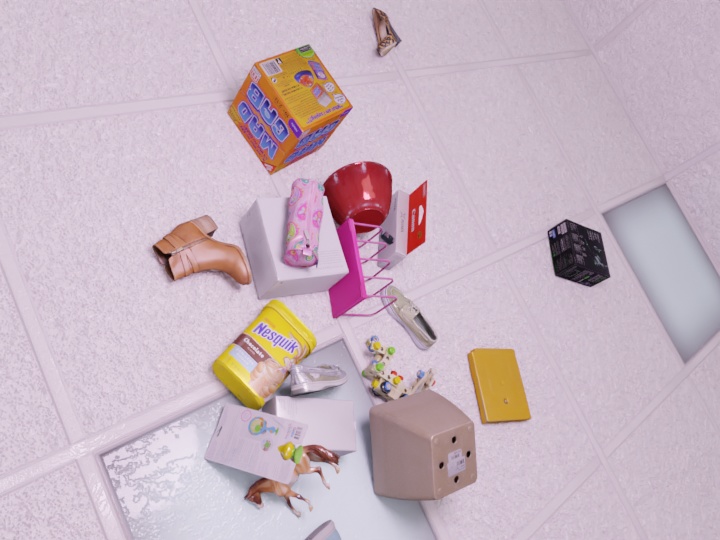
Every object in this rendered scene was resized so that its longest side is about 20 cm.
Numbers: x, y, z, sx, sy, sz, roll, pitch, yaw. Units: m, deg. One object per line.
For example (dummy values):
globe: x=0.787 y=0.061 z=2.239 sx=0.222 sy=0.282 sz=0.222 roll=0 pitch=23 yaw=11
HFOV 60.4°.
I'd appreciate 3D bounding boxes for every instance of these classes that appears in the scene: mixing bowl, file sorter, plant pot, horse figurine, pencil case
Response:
mixing bowl: x=0.001 y=-0.167 z=1.576 sx=0.195 sy=0.201 sz=0.111 roll=7 pitch=52 yaw=-31
file sorter: x=0.000 y=0.000 z=1.546 sx=0.123 sy=0.138 sz=0.206 roll=5 pitch=65 yaw=-35
plant pot: x=0.152 y=0.399 z=1.382 sx=0.195 sy=0.175 sz=0.207 roll=-7 pitch=94 yaw=-36
horse figurine: x=-0.126 y=0.418 z=1.251 sx=0.132 sy=0.201 sz=0.050 roll=39 pitch=11 yaw=-12
pencil case: x=-0.125 y=-0.106 z=1.388 sx=0.086 sy=0.087 sz=0.205 roll=18 pitch=57 yaw=-25

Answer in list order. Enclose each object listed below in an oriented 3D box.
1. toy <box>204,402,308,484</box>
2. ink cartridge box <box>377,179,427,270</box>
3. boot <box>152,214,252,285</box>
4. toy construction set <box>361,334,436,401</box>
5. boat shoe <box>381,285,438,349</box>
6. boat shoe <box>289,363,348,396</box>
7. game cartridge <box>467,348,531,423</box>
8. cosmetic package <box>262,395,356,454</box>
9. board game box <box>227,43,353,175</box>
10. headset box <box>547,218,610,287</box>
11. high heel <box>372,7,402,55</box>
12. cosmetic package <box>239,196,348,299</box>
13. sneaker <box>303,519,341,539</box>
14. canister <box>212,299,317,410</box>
toy: x=-0.202 y=0.347 z=1.232 sx=0.048 sy=0.195 sz=0.118 roll=59 pitch=44 yaw=-53
ink cartridge box: x=0.112 y=-0.128 z=1.660 sx=0.043 sy=0.173 sz=0.205 roll=19 pitch=57 yaw=-24
boot: x=-0.344 y=-0.020 z=1.354 sx=0.202 sy=0.077 sz=0.154 roll=52 pitch=48 yaw=2
toy construction set: x=0.088 y=0.255 z=1.516 sx=0.196 sy=0.092 sz=0.133 roll=27 pitch=54 yaw=-7
boat shoe: x=0.134 y=0.115 z=1.627 sx=0.201 sy=0.062 sz=0.072 roll=50 pitch=50 yaw=-1
boat shoe: x=-0.091 y=0.233 z=1.369 sx=0.200 sy=0.073 sz=0.067 roll=3 pitch=72 yaw=-60
game cartridge: x=0.385 y=0.319 z=1.723 sx=0.172 sy=0.032 sz=0.205 roll=6 pitch=62 yaw=-32
cosmetic package: x=-0.110 y=0.339 z=1.338 sx=0.195 sy=0.081 sz=0.116 roll=13 pitch=61 yaw=-30
board game box: x=-0.181 y=-0.411 z=1.582 sx=0.199 sy=0.199 sz=0.202 roll=-36 pitch=89 yaw=-40
headset box: x=0.754 y=-0.056 z=2.121 sx=0.195 sy=0.092 sz=0.179 roll=14 pitch=60 yaw=-29
high heel: x=0.059 y=-0.778 z=2.009 sx=0.143 sy=0.071 sz=0.201 roll=50 pitch=33 yaw=-11
cosmetic package: x=-0.159 y=-0.055 z=1.471 sx=0.195 sy=0.123 sz=0.205 roll=-6 pitch=69 yaw=-36
sneaker: x=-0.104 y=0.588 z=1.222 sx=0.198 sy=0.074 sz=0.083 roll=-30 pitch=82 yaw=-39
canister: x=-0.207 y=0.183 z=1.341 sx=0.148 sy=0.087 sz=0.200 roll=43 pitch=52 yaw=-1
